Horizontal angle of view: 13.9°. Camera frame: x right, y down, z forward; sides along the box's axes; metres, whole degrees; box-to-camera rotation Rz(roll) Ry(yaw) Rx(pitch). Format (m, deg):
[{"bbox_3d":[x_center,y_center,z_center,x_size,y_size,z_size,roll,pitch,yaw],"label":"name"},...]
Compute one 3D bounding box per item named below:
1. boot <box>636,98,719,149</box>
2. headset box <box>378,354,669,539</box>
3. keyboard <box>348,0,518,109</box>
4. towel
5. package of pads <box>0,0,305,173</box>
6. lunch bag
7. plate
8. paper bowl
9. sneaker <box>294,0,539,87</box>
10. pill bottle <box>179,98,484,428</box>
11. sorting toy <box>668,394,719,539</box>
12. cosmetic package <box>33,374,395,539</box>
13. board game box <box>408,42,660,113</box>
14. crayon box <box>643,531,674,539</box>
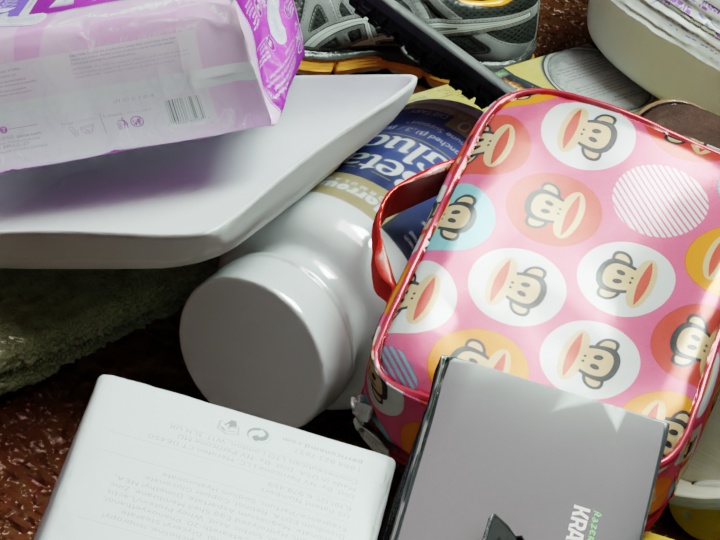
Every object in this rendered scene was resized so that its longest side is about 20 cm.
[{"bbox_3d":[0.225,-0.020,1.532,0.200,0.072,0.166,30,9,-3],"label":"boot"},{"bbox_3d":[0.040,0.154,1.122,0.093,0.200,0.174,17,60,0],"label":"headset box"},{"bbox_3d":[0.077,-0.081,1.494,0.200,0.021,0.127,37,3,-4],"label":"keyboard"},{"bbox_3d":[-0.171,-0.006,1.443,0.148,0.036,0.200,35,38,23],"label":"towel"},{"bbox_3d":[-0.133,-0.102,1.429,0.200,0.076,0.121,-9,23,12],"label":"package of pads"},{"bbox_3d":[0.085,0.012,1.342,0.176,0.082,0.200,22,55,11],"label":"lunch bag"},{"bbox_3d":[-0.099,-0.044,1.407,0.200,0.032,0.200,0,25,32],"label":"plate"},{"bbox_3d":[0.213,-0.148,1.710,0.201,0.104,0.201,27,18,-10],"label":"paper bowl"},{"bbox_3d":[0.009,-0.156,1.689,0.200,0.077,0.078,5,38,-14],"label":"sneaker"},{"bbox_3d":[0.000,0.000,1.438,0.111,0.111,0.200,30,37,18],"label":"pill bottle"},{"bbox_3d":[0.180,0.040,1.482,0.200,0.107,0.180,31,29,21],"label":"sorting toy"},{"bbox_3d":[-0.081,0.184,1.075,0.123,0.199,0.200,16,34,-2],"label":"cosmetic package"},{"bbox_3d":[0.100,-0.058,1.628,0.200,0.035,0.135,-18,48,-40],"label":"board game box"},{"bbox_3d":[0.126,0.175,1.297,0.200,0.058,0.119,17,35,0],"label":"crayon box"}]
